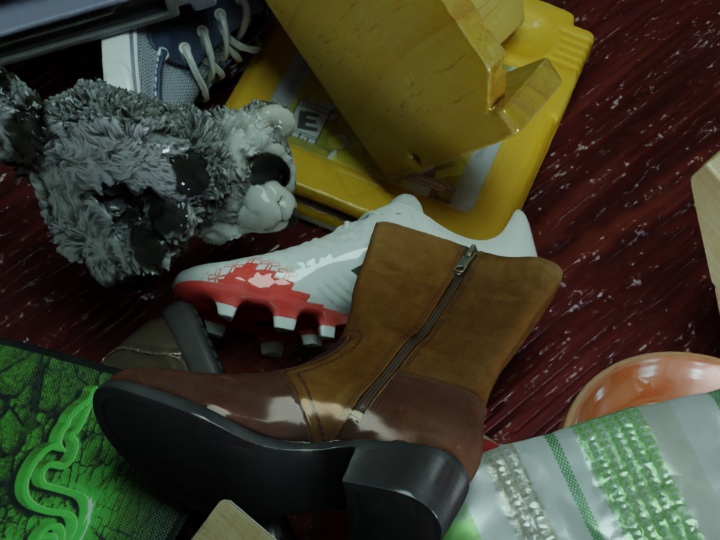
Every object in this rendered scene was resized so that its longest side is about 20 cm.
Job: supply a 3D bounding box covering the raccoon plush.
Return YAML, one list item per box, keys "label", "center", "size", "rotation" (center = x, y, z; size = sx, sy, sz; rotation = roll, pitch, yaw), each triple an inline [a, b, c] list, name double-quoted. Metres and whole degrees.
- label: "raccoon plush"
  center: [-0.118, -0.081, 1.524]
  size: [0.200, 0.097, 0.134]
  rotation: [47, 33, 1]

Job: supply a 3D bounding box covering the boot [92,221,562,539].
- label: "boot"
  center: [-0.014, 0.035, 1.447]
  size: [0.188, 0.069, 0.200]
  rotation: [10, 43, 15]

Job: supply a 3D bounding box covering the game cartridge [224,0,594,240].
- label: "game cartridge"
  center: [0.024, -0.099, 1.668]
  size: [0.176, 0.032, 0.200]
  rotation: [21, 54, 6]

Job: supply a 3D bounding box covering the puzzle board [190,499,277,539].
- label: "puzzle board"
  center: [-0.034, 0.227, 1.372]
  size: [0.200, 0.017, 0.151]
  rotation: [39, 97, 18]

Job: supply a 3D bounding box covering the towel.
- label: "towel"
  center: [0.122, 0.142, 1.418]
  size: [0.199, 0.031, 0.149]
  rotation: [-15, 58, -14]

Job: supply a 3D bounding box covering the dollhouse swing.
- label: "dollhouse swing"
  center: [0.041, -0.184, 1.575]
  size: [0.176, 0.182, 0.200]
  rotation: [-40, 102, -30]

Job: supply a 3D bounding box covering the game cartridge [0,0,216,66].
- label: "game cartridge"
  center: [-0.185, -0.169, 1.630]
  size: [0.199, 0.038, 0.130]
  rotation: [-16, 48, 1]

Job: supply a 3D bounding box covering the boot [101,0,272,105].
- label: "boot"
  center: [-0.094, -0.127, 1.633]
  size: [0.090, 0.073, 0.200]
  rotation: [-7, 53, 3]

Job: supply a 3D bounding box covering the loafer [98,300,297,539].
- label: "loafer"
  center: [-0.082, 0.109, 1.479]
  size: [0.071, 0.073, 0.200]
  rotation: [-24, 51, -2]

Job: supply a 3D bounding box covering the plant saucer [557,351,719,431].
- label: "plant saucer"
  center: [0.186, 0.131, 1.501]
  size: [0.200, 0.032, 0.201]
  rotation: [16, 45, -17]

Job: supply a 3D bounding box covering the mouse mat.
- label: "mouse mat"
  center: [-0.167, 0.125, 1.438]
  size: [0.161, 0.008, 0.200]
  rotation: [13, 58, 24]

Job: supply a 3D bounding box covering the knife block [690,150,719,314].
- label: "knife block"
  center: [0.273, 0.025, 1.536]
  size: [0.175, 0.200, 0.064]
  rotation: [17, 45, 41]

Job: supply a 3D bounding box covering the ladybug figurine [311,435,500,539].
- label: "ladybug figurine"
  center: [0.051, 0.151, 1.460]
  size: [0.135, 0.072, 0.200]
  rotation: [-15, 58, -21]

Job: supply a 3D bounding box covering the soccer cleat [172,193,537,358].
- label: "soccer cleat"
  center: [0.000, 0.000, 1.557]
  size: [0.199, 0.069, 0.085]
  rotation: [3, 73, -8]
